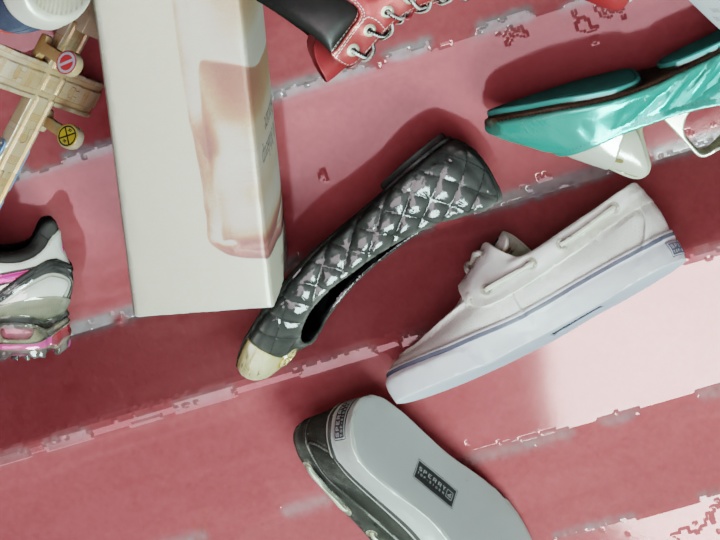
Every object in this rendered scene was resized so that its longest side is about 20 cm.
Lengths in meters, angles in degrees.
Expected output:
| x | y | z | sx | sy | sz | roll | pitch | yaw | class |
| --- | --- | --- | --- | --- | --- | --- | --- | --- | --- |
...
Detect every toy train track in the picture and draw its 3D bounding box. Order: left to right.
| x | y | z | sx | sy | sz | roll | pitch | yaw | class |
| --- | --- | --- | --- | --- | --- | --- | --- | --- | --- |
| -0.193 | -0.066 | 1.351 | 0.032 | 0.115 | 0.200 | 32 | 97 | 26 | toy train track |

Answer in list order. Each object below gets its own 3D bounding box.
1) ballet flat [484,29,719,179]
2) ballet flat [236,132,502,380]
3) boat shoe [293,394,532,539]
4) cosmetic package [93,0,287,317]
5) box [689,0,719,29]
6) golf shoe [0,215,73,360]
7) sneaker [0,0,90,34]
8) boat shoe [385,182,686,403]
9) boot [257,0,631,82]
| x | y | z | sx | sy | sz | roll | pitch | yaw | class |
| --- | --- | --- | --- | --- | --- | --- | --- | --- | --- |
| 0.174 | -0.093 | 1.363 | 0.199 | 0.067 | 0.071 | -19 | 100 | 7 | ballet flat |
| 0.000 | 0.000 | 1.402 | 0.200 | 0.066 | 0.057 | -44 | 86 | 14 | ballet flat |
| 0.038 | 0.153 | 1.466 | 0.064 | 0.071 | 0.200 | -20 | 121 | 43 | boat shoe |
| -0.096 | -0.085 | 1.358 | 0.087 | 0.103 | 0.201 | -3 | 111 | 4 | cosmetic package |
| 0.272 | -0.198 | 1.276 | 0.200 | 0.105 | 0.184 | 40 | 87 | -13 | box |
| -0.275 | 0.004 | 1.416 | 0.199 | 0.073 | 0.092 | 0 | 102 | -9 | golf shoe |
| -0.188 | -0.228 | 1.306 | 0.075 | 0.084 | 0.201 | 20 | 71 | -38 | sneaker |
| 0.096 | 0.011 | 1.414 | 0.200 | 0.071 | 0.070 | -30 | 79 | 16 | boat shoe |
| 0.048 | -0.156 | 1.323 | 0.199 | 0.072 | 0.145 | 24 | 88 | 1 | boot |
